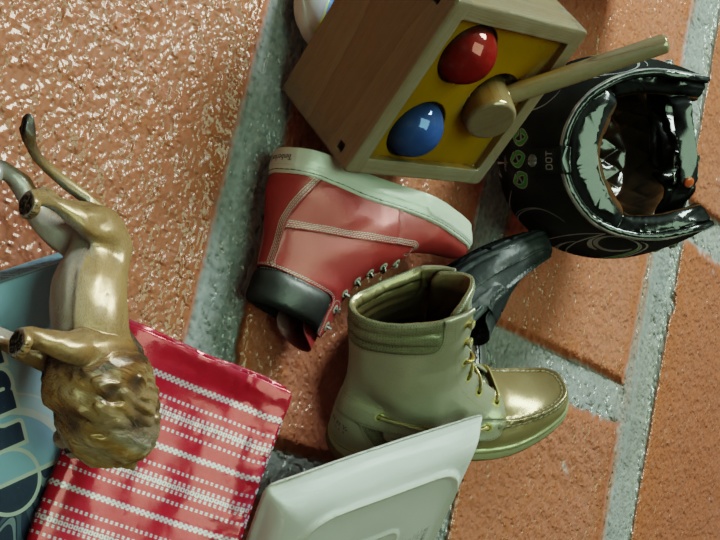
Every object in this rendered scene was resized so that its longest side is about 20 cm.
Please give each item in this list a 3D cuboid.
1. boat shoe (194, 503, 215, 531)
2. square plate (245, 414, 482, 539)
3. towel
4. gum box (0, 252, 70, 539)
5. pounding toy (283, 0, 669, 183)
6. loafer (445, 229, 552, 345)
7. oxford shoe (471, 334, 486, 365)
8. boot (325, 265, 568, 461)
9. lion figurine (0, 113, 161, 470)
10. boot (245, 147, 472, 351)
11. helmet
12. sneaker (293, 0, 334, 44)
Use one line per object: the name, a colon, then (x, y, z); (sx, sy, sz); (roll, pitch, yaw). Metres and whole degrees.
boat shoe: (-0.114, 0.174, 0.887); (0.200, 0.064, 0.071); (-52, 124, -32)
square plate: (-0.007, 0.204, 0.931); (0.198, 0.028, 0.200); (-12, 135, -37)
towel: (-0.130, 0.145, 0.822); (0.144, 0.022, 0.200); (29, 70, -30)
gum box: (-0.233, 0.095, 0.779); (0.200, 0.044, 0.170); (-21, 105, -43)
pounding toy: (0.089, -0.156, 0.976); (0.200, 0.142, 0.184); (1, 134, -45)
loafer: (0.087, 0.028, 1.056); (0.200, 0.068, 0.071); (-30, 93, -31)
oxford shoe: (0.043, 0.117, 1.044); (0.084, 0.073, 0.200); (43, 58, -28)
boot: (0.077, 0.067, 0.954); (0.199, 0.072, 0.155); (-7, 130, -18)
lion figurine: (-0.166, 0.015, 0.767); (0.122, 0.072, 0.201); (22, 64, -47)
boot: (0.000, 0.000, 1.003); (0.200, 0.072, 0.145); (16, 80, -38)
helmet: (0.221, -0.101, 1.139); (0.199, 0.191, 0.201); (-1, 94, -10)
sneaker: (0.031, -0.248, 1.004); (0.200, 0.105, 0.076); (-54, 125, -31)
